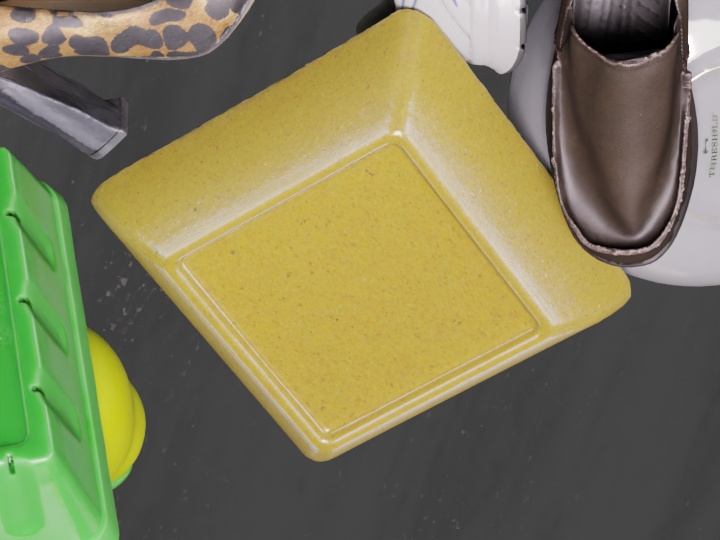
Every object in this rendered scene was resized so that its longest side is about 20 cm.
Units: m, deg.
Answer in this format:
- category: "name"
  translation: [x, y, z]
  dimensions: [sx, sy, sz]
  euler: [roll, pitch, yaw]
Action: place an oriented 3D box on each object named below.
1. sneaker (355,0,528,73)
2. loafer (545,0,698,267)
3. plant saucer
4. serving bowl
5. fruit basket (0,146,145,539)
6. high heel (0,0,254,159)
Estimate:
- category: "sneaker"
  translation: [0.031, -0.180, 1.375]
  dimensions: [0.087, 0.075, 0.201]
  euler: [-5, 116, -2]
- category: "loafer"
  translation: [0.117, -0.095, 1.372]
  dimensions: [0.073, 0.071, 0.201]
  euler: [0, 105, 11]
- category: "plant saucer"
  translation: [0.000, 0.000, 1.443]
  dimensions: [0.199, 0.049, 0.200]
  euler: [-28, 119, 21]
- category: "serving bowl"
  translation: [0.176, -0.075, 1.453]
  dimensions: [0.199, 0.066, 0.201]
  euler: [-4, 117, -8]
- category: "fruit basket"
  translation: [-0.182, 0.059, 1.414]
  dimensions: [0.155, 0.216, 0.216]
  euler: [-9, 117, -5]
- category: "high heel"
  translation: [-0.123, -0.149, 1.359]
  dimensions: [0.142, 0.072, 0.200]
  euler: [29, 117, -28]
